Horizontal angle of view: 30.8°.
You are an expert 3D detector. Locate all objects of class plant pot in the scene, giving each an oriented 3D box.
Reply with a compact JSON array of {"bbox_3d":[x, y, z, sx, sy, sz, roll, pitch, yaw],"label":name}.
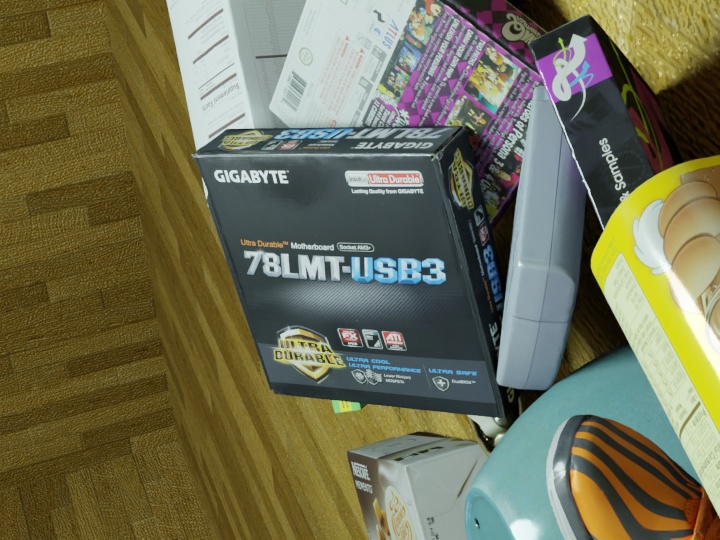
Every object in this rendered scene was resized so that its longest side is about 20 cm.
[{"bbox_3d":[0.137,0.148,0.738,0.200,0.135,0.201,166,90,-75],"label":"plant pot"}]

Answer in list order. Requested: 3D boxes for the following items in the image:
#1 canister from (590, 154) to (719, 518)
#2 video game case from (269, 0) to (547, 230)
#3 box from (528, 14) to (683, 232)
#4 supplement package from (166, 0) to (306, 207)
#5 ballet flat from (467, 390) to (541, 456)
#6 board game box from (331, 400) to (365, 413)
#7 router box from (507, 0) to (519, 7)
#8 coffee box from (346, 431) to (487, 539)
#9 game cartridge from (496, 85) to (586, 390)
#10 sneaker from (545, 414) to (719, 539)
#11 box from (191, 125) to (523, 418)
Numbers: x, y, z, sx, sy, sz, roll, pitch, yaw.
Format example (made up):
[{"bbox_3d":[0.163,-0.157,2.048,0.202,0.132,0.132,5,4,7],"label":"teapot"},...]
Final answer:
[{"bbox_3d":[0.184,0.052,0.459,0.087,0.148,0.200,106,149,-51],"label":"canister"},{"bbox_3d":[0.036,-0.114,0.840,0.181,0.036,0.200,40,147,8],"label":"video game case"},{"bbox_3d":[0.147,-0.008,0.615,0.143,0.036,0.200,17,-128,-65],"label":"box"},{"bbox_3d":[-0.068,-0.160,0.999,0.109,0.114,0.200,-18,81,60],"label":"supplement package"},{"bbox_3d":[0.080,0.054,0.960,0.068,0.072,0.200,-30,70,30],"label":"ballet flat"},{"bbox_3d":[-0.010,0.018,1.213,0.135,0.029,0.200,-22,-80,-66],"label":"board game box"},{"bbox_3d":[0.060,-0.248,0.811,0.200,0.052,0.158,112,141,-66],"label":"router box"},{"bbox_3d":[0.060,0.211,1.176,0.200,0.080,0.115,169,87,-75],"label":"coffee box"},{"bbox_3d":[0.104,-0.006,0.753,0.200,0.040,0.134,83,-162,-68],"label":"game cartridge"},{"bbox_3d":[0.179,0.126,0.584,0.200,0.078,0.112,42,143,-19],"label":"sneaker"},{"bbox_3d":[0.000,0.000,0.886,0.200,0.050,0.199,4,124,33],"label":"box"}]
